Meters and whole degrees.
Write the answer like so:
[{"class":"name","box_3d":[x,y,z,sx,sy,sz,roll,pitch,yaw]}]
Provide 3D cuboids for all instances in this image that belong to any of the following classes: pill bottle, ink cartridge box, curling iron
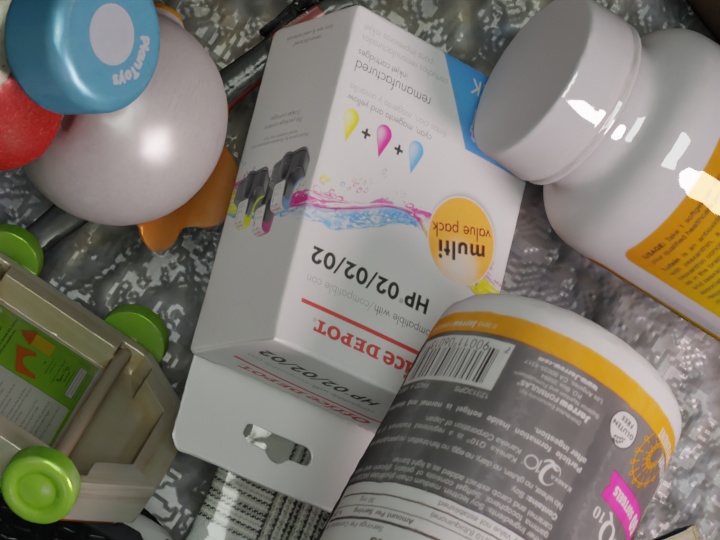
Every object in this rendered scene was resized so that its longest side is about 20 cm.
[{"class":"pill bottle","box_3d":[0.043,0.118,1.189,0.116,0.116,0.200,30,67,-3]},{"class":"ink cartridge box","box_3d":[0.000,0.000,1.283,0.115,0.068,0.200,25,69,-32]},{"class":"curling iron","box_3d":[-0.077,-0.069,1.338,0.200,0.050,0.026,-41,89,-2]},{"class":"pill bottle","box_3d":[0.153,-0.038,1.292,0.200,0.111,0.111,31,83,-22]}]

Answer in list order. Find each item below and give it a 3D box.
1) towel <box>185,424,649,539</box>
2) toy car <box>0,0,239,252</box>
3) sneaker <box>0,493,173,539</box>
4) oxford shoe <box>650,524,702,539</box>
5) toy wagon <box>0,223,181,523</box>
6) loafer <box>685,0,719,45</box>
[{"class":"towel","box_3d":[0.011,0.150,1.330,0.192,0.035,0.200,25,83,-3]},{"class":"toy car","box_3d":[-0.113,-0.097,1.253,0.200,0.184,0.177,42,59,-42]},{"class":"sneaker","box_3d":[-0.162,0.071,1.297,0.200,0.072,0.083,30,53,-10]},{"class":"oxford shoe","box_3d":[0.062,0.143,1.296,0.200,0.071,0.074,3,83,-17]},{"class":"toy wagon","box_3d":[-0.168,0.032,1.264,0.200,0.155,0.040,33,116,-3]},{"class":"loafer","box_3d":[0.196,-0.118,1.349,0.200,0.073,0.071,29,81,-3]}]
